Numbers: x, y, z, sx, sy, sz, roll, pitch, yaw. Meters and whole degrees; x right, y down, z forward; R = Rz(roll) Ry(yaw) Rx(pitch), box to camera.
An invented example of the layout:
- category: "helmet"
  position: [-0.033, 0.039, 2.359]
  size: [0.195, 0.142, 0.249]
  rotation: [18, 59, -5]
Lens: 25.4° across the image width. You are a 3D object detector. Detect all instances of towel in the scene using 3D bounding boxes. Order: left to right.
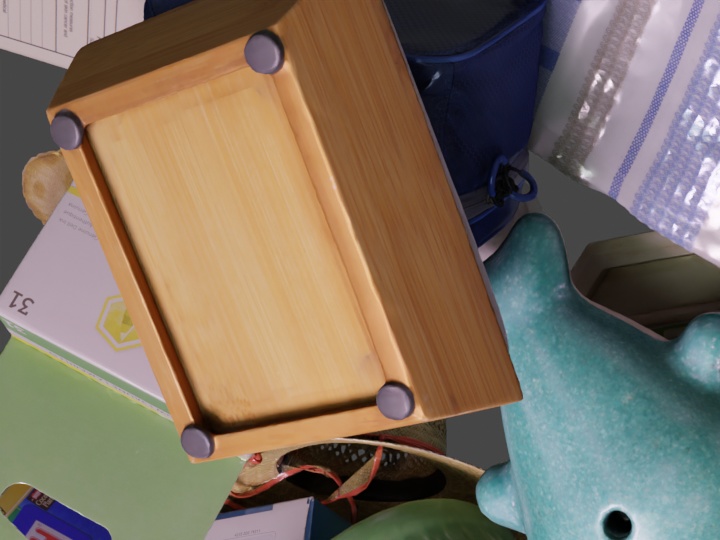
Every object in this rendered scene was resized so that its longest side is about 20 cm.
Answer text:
- category: "towel"
  position: [0.147, -0.085, 0.746]
  size: [0.199, 0.024, 0.148]
  rotation: [34, 128, 21]

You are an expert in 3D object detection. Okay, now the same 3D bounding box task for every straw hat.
- category: "straw hat"
  position: [0.002, 0.096, 0.902]
  size: [0.199, 0.086, 0.202]
  rotation: [5, 150, 3]

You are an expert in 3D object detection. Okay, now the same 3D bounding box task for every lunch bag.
- category: "lunch bag"
  position: [-0.006, -0.074, 0.764]
  size: [0.199, 0.136, 0.133]
  rotation: [22, 122, 24]

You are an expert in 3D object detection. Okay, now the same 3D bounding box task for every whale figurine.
- category: "whale figurine"
  position: [0.109, 0.073, 0.747]
  size: [0.159, 0.104, 0.201]
  rotation: [-37, 85, 25]

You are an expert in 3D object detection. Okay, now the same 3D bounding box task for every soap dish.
- category: "soap dish"
  position: [-0.036, -0.017, 0.673]
  size: [0.156, 0.081, 0.201]
  rotation: [-13, 104, 34]

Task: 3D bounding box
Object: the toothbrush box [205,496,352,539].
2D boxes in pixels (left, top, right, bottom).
- category: "toothbrush box"
  position: [-0.036, 0.219, 0.947]
  size: [0.145, 0.086, 0.200]
  rotation: [-15, 142, 30]

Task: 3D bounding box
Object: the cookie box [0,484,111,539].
- category: "cookie box"
  position: [-0.187, 0.249, 1.031]
  size: [0.199, 0.171, 0.075]
  rotation: [31, 124, 3]

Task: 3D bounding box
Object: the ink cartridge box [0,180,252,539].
- category: "ink cartridge box"
  position: [-0.116, 0.056, 0.784]
  size: [0.145, 0.201, 0.048]
  rotation: [26, 161, 10]

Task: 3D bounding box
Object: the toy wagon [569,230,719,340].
- category: "toy wagon"
  position: [0.161, 0.080, 0.809]
  size: [0.154, 0.039, 0.202]
  rotation: [-10, 88, 29]

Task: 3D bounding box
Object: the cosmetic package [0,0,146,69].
- category: "cosmetic package"
  position: [-0.175, -0.176, 0.822]
  size: [0.198, 0.087, 0.104]
  rotation: [19, 123, 13]

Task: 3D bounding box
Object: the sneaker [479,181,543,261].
- category: "sneaker"
  position: [0.000, 0.000, 0.851]
  size: [0.199, 0.089, 0.076]
  rotation: [-11, 113, 28]

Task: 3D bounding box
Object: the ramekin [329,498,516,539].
- category: "ramekin"
  position: [0.033, 0.229, 0.826]
  size: [0.098, 0.199, 0.202]
  rotation: [39, 138, 45]

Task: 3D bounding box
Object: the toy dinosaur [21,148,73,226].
- category: "toy dinosaur"
  position: [-0.146, -0.042, 0.909]
  size: [0.101, 0.058, 0.201]
  rotation: [29, 126, 6]
